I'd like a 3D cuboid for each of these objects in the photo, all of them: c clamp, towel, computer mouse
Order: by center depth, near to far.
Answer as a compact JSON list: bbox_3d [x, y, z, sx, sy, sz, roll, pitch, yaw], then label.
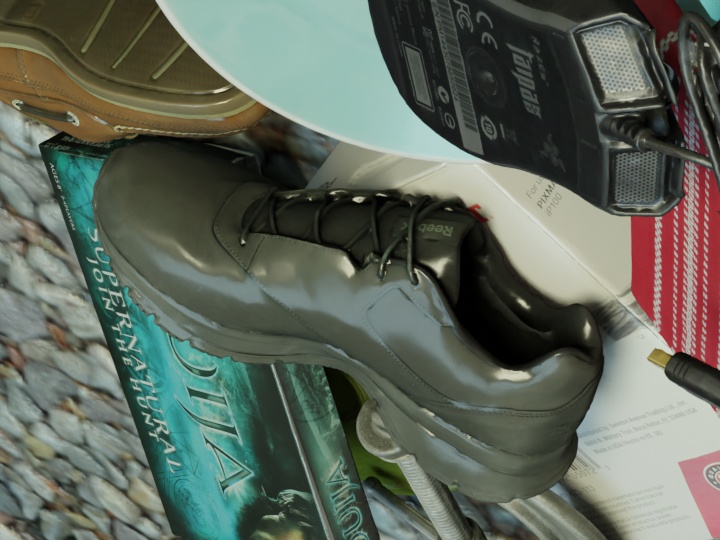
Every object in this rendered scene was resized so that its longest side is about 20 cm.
[{"bbox_3d":[0.080,-0.034,0.856,0.200,0.046,0.141,24,138,55],"label":"computer mouse"},{"bbox_3d":[0.135,0.021,0.881,0.145,0.022,0.200,82,162,-49],"label":"towel"},{"bbox_3d":[0.047,0.105,1.190,0.170,0.027,0.200,33,165,23],"label":"c clamp"}]

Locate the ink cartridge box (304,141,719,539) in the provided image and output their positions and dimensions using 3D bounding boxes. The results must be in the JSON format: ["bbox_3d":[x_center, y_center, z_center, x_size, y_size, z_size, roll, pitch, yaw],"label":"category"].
[{"bbox_3d":[0.087,0.011,1.088,0.200,0.083,0.146,43,149,-16],"label":"ink cartridge box"}]

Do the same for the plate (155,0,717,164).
[{"bbox_3d":[0.024,-0.108,0.910,0.199,0.026,0.201,8,141,7],"label":"plate"}]

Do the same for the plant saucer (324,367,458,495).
[{"bbox_3d":[-0.016,0.040,1.282,0.199,0.031,0.201,25,149,16],"label":"plant saucer"}]

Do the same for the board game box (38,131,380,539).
[{"bbox_3d":[-0.065,0.037,1.241,0.135,0.028,0.201,11,125,51],"label":"board game box"}]

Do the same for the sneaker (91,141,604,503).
[{"bbox_3d":[0.000,0.000,1.016,0.199,0.076,0.091,26,140,0],"label":"sneaker"}]

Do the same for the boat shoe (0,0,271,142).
[{"bbox_3d":[-0.100,-0.089,1.147,0.199,0.072,0.068,22,154,37],"label":"boat shoe"}]

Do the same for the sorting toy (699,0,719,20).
[{"bbox_3d":[0.167,-0.076,0.790,0.199,0.107,0.181,14,148,22],"label":"sorting toy"}]
